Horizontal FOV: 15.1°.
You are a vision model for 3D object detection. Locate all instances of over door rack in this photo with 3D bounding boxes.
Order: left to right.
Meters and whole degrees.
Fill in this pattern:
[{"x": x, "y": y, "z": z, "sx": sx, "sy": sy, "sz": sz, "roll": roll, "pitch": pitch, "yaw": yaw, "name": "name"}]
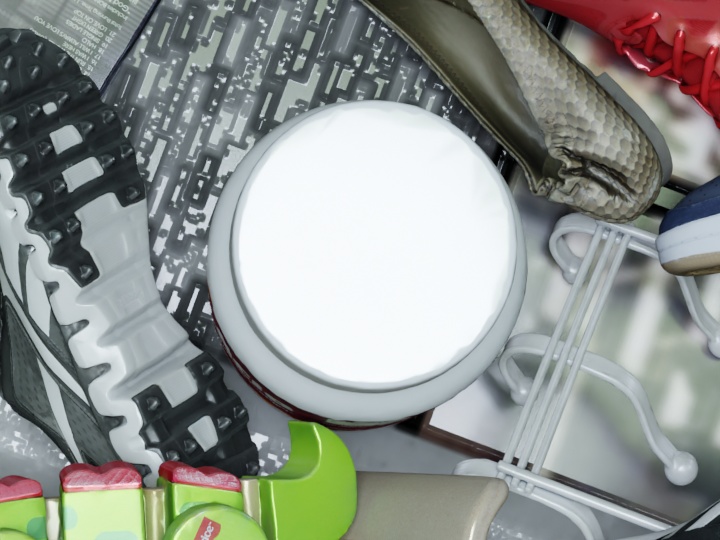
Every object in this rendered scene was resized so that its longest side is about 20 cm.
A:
[{"x": 0.147, "y": 0.063, "z": 1.021, "sx": 0.199, "sy": 0.067, "sz": 0.148, "roll": 12, "pitch": 49, "yaw": 16, "name": "over door rack"}]

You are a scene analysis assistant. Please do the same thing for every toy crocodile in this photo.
[{"x": -0.097, "y": 0.093, "z": 0.966, "sx": 0.198, "sy": 0.067, "sz": 0.062, "roll": -5, "pitch": 91, "yaw": -14, "name": "toy crocodile"}]

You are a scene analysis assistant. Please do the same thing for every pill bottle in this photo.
[{"x": 0.000, "y": 0.000, "z": 0.991, "sx": 0.113, "sy": 0.200, "sz": 0.115, "roll": 0, "pitch": 85, "yaw": -3, "name": "pill bottle"}]

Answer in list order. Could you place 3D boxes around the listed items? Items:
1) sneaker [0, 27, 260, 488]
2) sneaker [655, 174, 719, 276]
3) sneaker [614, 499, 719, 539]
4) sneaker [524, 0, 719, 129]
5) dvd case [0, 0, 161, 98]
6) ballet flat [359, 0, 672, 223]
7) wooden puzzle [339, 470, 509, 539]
[{"x": -0.116, "y": 0.009, "z": 1.040, "sx": 0.066, "sy": 0.090, "sz": 0.201, "roll": -30, "pitch": 98, "yaw": -48, "name": "sneaker"}, {"x": 0.188, "y": -0.075, "z": 1.014, "sx": 0.199, "sy": 0.070, "sz": 0.109, "roll": -21, "pitch": 88, "yaw": -6, "name": "sneaker"}, {"x": 0.123, "y": 0.126, "z": 0.906, "sx": 0.199, "sy": 0.112, "sz": 0.073, "roll": -32, "pitch": 107, "yaw": 37, "name": "sneaker"}, {"x": 0.142, "y": -0.076, "z": 1.068, "sx": 0.198, "sy": 0.078, "sz": 0.117, "roll": 6, "pitch": 84, "yaw": -1, "name": "sneaker"}, {"x": -0.164, "y": -0.111, "z": 1.085, "sx": 0.148, "sy": 0.016, "sz": 0.201, "roll": 31, "pitch": 84, "yaw": -1, "name": "dvd case"}, {"x": 0.038, "y": -0.091, "z": 1.059, "sx": 0.046, "sy": 0.067, "sz": 0.200, "roll": -40, "pitch": 81, "yaw": -24, "name": "ballet flat"}, {"x": -0.011, "y": 0.172, "z": 0.988, "sx": 0.037, "sy": 0.185, "sz": 0.202, "roll": 11, "pitch": 83, "yaw": -25, "name": "wooden puzzle"}]
